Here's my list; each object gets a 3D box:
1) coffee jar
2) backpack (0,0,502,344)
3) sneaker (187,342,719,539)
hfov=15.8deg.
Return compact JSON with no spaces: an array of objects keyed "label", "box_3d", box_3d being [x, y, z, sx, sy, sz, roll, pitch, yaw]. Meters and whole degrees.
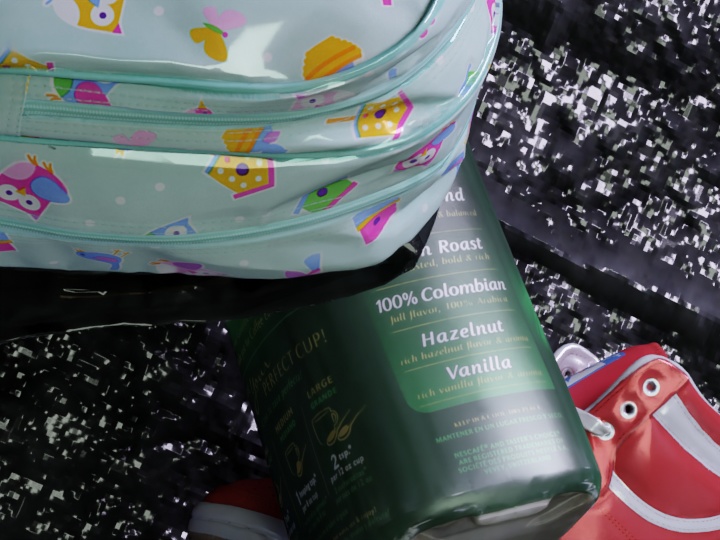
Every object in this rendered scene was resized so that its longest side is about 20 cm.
[{"label":"coffee jar","box_3d":[0.000,0.000,0.812,0.085,0.104,0.201,-11,70,-24]},{"label":"backpack","box_3d":[-0.062,-0.064,0.712,0.199,0.127,0.168,5,63,-1]},{"label":"sneaker","box_3d":[0.042,0.068,0.888,0.199,0.071,0.113,15,87,-25]}]
